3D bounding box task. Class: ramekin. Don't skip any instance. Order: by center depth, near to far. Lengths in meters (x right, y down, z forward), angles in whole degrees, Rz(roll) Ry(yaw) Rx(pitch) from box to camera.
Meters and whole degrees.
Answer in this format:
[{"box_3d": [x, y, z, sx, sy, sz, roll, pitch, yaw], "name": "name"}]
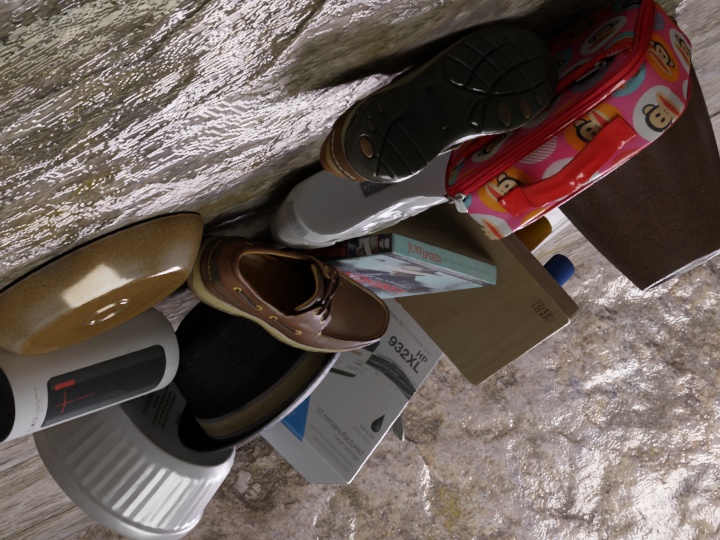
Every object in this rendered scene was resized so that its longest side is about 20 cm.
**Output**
[{"box_3d": [-0.208, 0.153, 1.616, 0.094, 0.203, 0.202, -44, 166, 24], "name": "ramekin"}]

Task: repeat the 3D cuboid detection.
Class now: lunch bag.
[{"box_3d": [0.156, -0.110, 1.285, 0.200, 0.082, 0.176, -35, -160, 30], "name": "lunch bag"}]

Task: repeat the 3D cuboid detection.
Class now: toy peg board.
[{"box_3d": [0.112, -0.022, 1.587, 0.098, 0.199, 0.200, -42, 180, -30], "name": "toy peg board"}]

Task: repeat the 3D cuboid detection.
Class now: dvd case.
[{"box_3d": [0.000, 0.000, 1.513, 0.199, 0.022, 0.146, -9, 163, 40], "name": "dvd case"}]

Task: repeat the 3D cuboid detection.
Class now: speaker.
[{"box_3d": [-0.250, 0.087, 1.443, 0.081, 0.081, 0.200, -33, 170, 37], "name": "speaker"}]

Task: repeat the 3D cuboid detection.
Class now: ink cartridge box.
[{"box_3d": [-0.021, 0.090, 1.676, 0.200, 0.145, 0.084, -52, -161, -24], "name": "ink cartridge box"}]

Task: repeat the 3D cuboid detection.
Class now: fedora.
[{"box_3d": [-0.108, 0.071, 1.533, 0.200, 0.092, 0.201, -35, -157, 18], "name": "fedora"}]

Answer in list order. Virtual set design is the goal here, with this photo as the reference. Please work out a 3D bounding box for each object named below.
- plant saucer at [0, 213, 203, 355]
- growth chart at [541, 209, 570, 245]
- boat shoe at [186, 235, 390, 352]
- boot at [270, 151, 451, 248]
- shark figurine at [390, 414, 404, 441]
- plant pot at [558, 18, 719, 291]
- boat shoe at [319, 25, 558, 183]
[{"box_3d": [-0.204, 0.019, 1.316, 0.200, 0.036, 0.200, -27, 172, -4], "name": "plant saucer"}, {"box_3d": [0.213, -0.084, 1.845, 0.144, 0.018, 0.200, -32, 155, -8], "name": "growth chart"}, {"box_3d": [-0.050, 0.022, 1.415, 0.200, 0.072, 0.067, 22, 165, -35], "name": "boat shoe"}, {"box_3d": [0.018, -0.072, 1.402, 0.199, 0.074, 0.096, -19, 180, -20], "name": "boot"}, {"box_3d": [0.079, 0.070, 1.847, 0.128, 0.089, 0.215, -55, -173, 52], "name": "shark figurine"}, {"box_3d": [0.245, -0.090, 1.512, 0.186, 0.201, 0.187, -26, 172, -4], "name": "plant pot"}, {"box_3d": [0.051, -0.117, 1.196, 0.199, 0.076, 0.074, -25, -172, -34], "name": "boat shoe"}]
